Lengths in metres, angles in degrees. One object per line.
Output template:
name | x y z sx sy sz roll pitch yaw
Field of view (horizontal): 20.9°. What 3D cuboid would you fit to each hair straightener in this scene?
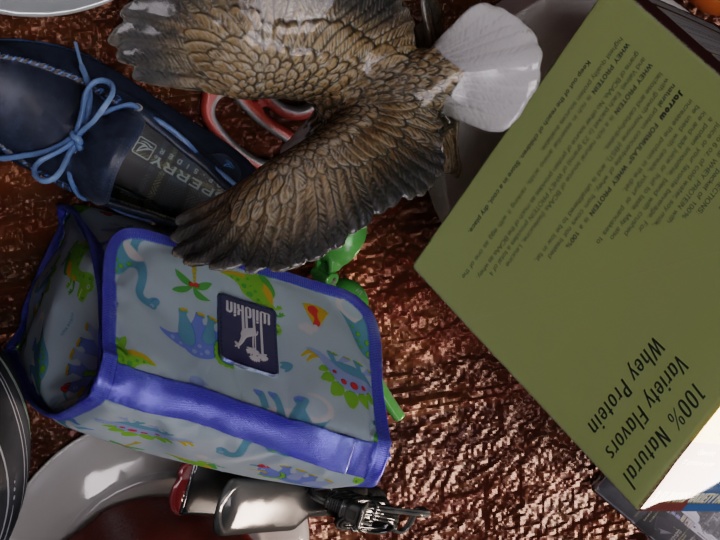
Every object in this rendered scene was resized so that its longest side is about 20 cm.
hair straightener | -0.021 0.146 1.157 0.200 0.077 0.041 18 91 -51

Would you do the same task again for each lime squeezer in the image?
lime squeezer | 0.000 0.000 1.177 0.070 0.038 0.201 -16 114 -48

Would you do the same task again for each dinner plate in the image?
dinner plate | -0.124 0.183 1.193 0.199 0.024 0.201 -5 108 -17

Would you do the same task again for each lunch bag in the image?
lunch bag | -0.088 0.050 1.064 0.169 0.200 0.128 17 101 -23

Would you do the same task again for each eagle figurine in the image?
eagle figurine | -0.017 -0.086 1.046 0.199 0.152 0.152 -9 125 -46

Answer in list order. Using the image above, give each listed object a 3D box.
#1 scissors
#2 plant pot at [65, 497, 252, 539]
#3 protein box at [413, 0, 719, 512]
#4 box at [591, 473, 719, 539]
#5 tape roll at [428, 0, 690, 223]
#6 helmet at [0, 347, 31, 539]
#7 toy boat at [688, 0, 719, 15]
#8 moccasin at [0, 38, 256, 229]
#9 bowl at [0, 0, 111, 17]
scissors | -0.098 -0.133 1.103 0.200 0.014 0.073 38 94 -27
plant pot | -0.097 0.232 1.097 0.200 0.195 0.202 -6 109 -17
protein box | 0.176 -0.009 1.057 0.135 0.200 0.199 9 122 -50
box | 0.271 0.115 1.257 0.158 0.050 0.200 38 92 5
tape roll | 0.136 -0.078 1.192 0.202 0.037 0.204 -6 108 -18
helmet | -0.269 0.101 1.026 0.200 0.200 0.191 -44 123 -1
toy boat | 0.247 -0.201 1.160 0.130 0.131 0.200 -33 119 26
moccasin | -0.134 -0.073 1.077 0.199 0.068 0.081 19 105 -19
bowl | -0.174 -0.238 1.001 0.200 0.090 0.202 -6 109 -18
